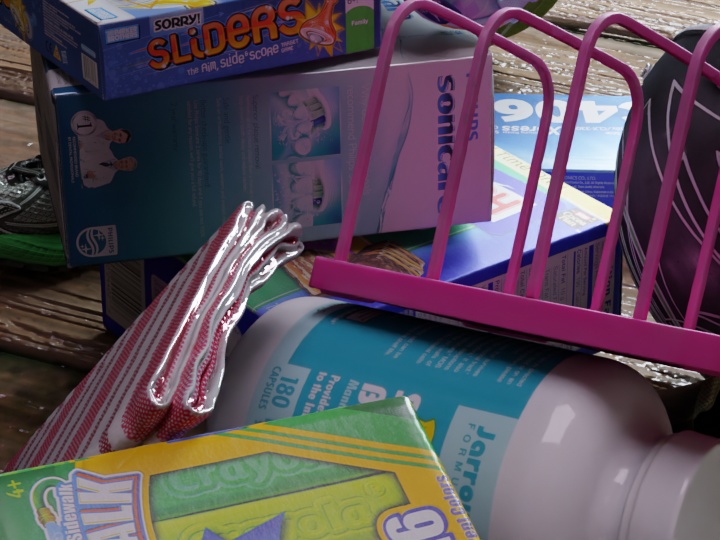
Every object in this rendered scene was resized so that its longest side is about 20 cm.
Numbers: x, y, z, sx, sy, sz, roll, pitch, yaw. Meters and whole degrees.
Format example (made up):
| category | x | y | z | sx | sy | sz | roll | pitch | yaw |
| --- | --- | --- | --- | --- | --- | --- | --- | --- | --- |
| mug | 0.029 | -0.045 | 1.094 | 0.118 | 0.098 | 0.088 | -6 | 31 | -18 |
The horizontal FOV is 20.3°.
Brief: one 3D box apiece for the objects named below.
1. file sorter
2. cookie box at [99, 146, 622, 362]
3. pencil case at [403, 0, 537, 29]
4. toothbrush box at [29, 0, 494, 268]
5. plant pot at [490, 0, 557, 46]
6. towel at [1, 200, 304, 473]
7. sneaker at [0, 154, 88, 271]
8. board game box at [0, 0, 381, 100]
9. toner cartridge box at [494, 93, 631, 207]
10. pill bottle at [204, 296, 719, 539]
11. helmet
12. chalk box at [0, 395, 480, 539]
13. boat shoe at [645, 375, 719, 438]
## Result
| category | x | y | z | sx | sy | sz | roll | pitch | yaw |
| --- | --- | --- | --- | --- | --- | --- | --- | --- | --- |
| file sorter | 0.109 | -0.028 | 0.782 | 0.199 | 0.127 | 0.138 | 11 | -2 | 38 |
| cookie box | 0.000 | 0.000 | 0.970 | 0.199 | 0.076 | 0.171 | -19 | 34 | -34 |
| pencil case | 0.010 | -0.174 | 0.945 | 0.090 | 0.084 | 0.200 | 28 | 4 | -36 |
| toothbrush box | -0.050 | -0.078 | 0.942 | 0.198 | 0.086 | 0.147 | -8 | 26 | -12 |
| plant pot | 0.006 | -0.167 | 1.179 | 0.198 | 0.201 | 0.191 | 14 | 45 | 19 |
| towel | -0.102 | 0.071 | 0.762 | 0.030 | 0.200 | 0.147 | 39 | 30 | -10 |
| sneaker | -0.138 | -0.061 | 1.058 | 0.199 | 0.086 | 0.078 | -21 | 37 | -33 |
| board game box | -0.096 | -0.133 | 0.920 | 0.134 | 0.035 | 0.200 | -14 | 27 | -27 |
| toner cartridge box | 0.141 | -0.059 | 1.113 | 0.198 | 0.044 | 0.095 | 1 | 31 | -2 |
| pill bottle | 0.045 | 0.079 | 0.775 | 0.198 | 0.112 | 0.111 | 10 | 29 | 33 |
| helmet | 0.213 | -0.025 | 0.908 | 0.189 | 0.201 | 0.200 | -17 | 32 | -5 |
| chalk box | -0.061 | 0.139 | 0.654 | 0.198 | 0.125 | 0.125 | -10 | 47 | -22 |
| boat shoe | 0.151 | 0.072 | 0.856 | 0.201 | 0.075 | 0.074 | 26 | 38 | 35 |
